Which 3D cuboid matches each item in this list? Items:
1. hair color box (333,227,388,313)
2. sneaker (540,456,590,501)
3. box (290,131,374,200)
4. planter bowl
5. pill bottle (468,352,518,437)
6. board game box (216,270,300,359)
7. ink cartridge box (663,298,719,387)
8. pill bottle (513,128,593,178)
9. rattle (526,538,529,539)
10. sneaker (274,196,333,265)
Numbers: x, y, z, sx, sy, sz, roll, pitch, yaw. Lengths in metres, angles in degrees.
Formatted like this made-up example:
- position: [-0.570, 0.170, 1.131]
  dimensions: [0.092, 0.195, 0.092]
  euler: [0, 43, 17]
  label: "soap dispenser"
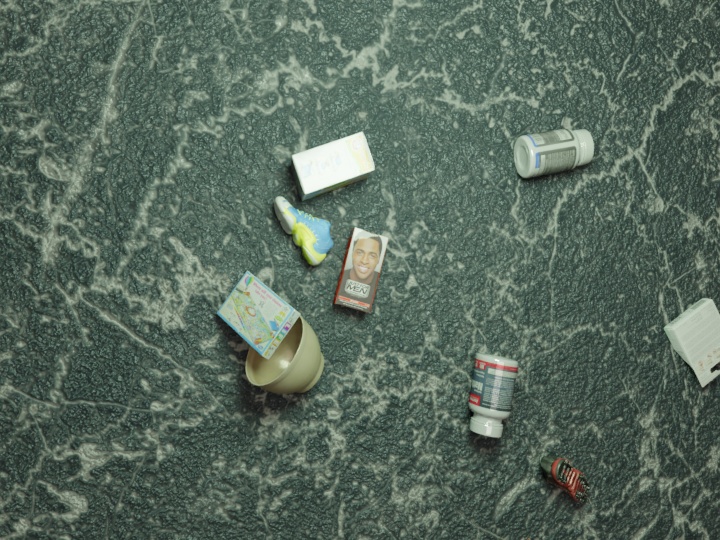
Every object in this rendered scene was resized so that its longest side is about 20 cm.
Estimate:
- position: [0.000, 0.000, 1.565]
  dimensions: [0.098, 0.061, 0.207]
  euler: [14, 86, -8]
  label: "hair color box"
- position: [0.570, 0.580, 1.656]
  dimensions: [0.200, 0.097, 0.072]
  euler: [44, 69, -30]
  label: "sneaker"
- position: [-0.074, -0.268, 1.528]
  dimensions: [0.194, 0.112, 0.104]
  euler: [-20, 91, -10]
  label: "box"
- position: [-0.173, 0.222, 1.479]
  dimensions: [0.134, 0.199, 0.203]
  euler: [40, 83, -35]
  label: "planter bowl"
- position: [0.353, 0.336, 1.594]
  dimensions: [0.115, 0.119, 0.207]
  euler: [10, 87, -9]
  label: "pill bottle"
- position: [-0.257, 0.108, 1.471]
  dimensions: [0.198, 0.034, 0.136]
  euler: [34, 84, 34]
  label: "board game box"
- position: [1.013, 0.213, 1.750]
  dimensions: [0.158, 0.050, 0.204]
  euler: [-32, 98, -9]
  label: "ink cartridge box"
- position: [0.536, -0.328, 1.636]
  dimensions: [0.193, 0.114, 0.118]
  euler: [-10, 91, -10]
  label: "pill bottle"
- position: [0.415, 0.859, 1.627]
  dimensions: [0.197, 0.128, 0.147]
  euler: [-29, 107, -35]
  label: "rattle"
- position: [-0.142, -0.120, 1.544]
  dimensions: [0.104, 0.075, 0.203]
  euler: [-36, 103, -20]
  label: "sneaker"
